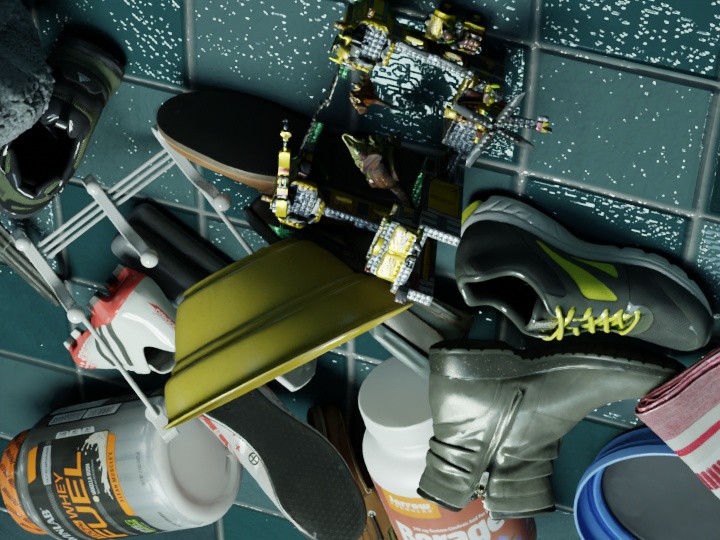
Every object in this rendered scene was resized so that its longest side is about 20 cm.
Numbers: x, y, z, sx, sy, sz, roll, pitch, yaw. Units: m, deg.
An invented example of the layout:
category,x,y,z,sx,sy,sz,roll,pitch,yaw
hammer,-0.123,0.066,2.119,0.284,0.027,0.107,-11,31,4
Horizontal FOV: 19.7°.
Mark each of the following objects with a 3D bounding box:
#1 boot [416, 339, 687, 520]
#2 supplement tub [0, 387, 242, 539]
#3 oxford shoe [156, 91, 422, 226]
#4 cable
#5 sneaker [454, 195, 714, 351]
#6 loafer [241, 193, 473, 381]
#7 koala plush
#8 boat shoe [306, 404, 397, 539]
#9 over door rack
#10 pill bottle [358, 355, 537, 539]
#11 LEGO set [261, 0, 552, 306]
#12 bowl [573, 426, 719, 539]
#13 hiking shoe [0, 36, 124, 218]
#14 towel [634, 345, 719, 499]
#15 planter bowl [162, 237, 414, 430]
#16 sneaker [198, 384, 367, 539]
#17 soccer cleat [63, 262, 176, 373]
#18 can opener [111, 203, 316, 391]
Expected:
category,x,y,z,sx,sy,sz,roll,pitch,yaw
boot,0.142,0.120,1.554,0.199,0.068,0.131,1,97,5
supplement tub,-0.211,0.172,1.805,0.200,0.123,0.123,-14,128,36
oxford shoe,-0.056,-0.071,1.509,0.199,0.071,0.071,20,144,2
cable,-0.291,-0.042,1.663,0.200,0.050,0.097,42,167,-30
sneaker,0.155,0.023,1.494,0.200,0.085,0.075,22,141,3
loafer,0.000,0.000,1.574,0.200,0.072,0.063,41,93,-15
koala plush,-0.333,-0.126,1.500,0.184,0.178,0.200,33,141,-13
boat shoe,0.000,0.191,1.777,0.068,0.072,0.200,-13,126,-3
over door rack,-0.143,0.010,1.546,0.200,0.148,0.067,54,175,-11
pill bottle,0.067,0.162,1.667,0.112,0.112,0.200,0,135,25
LEGO set,0.019,-0.072,1.383,0.153,0.116,0.200,27,119,-12
bowl,0.272,0.198,1.664,0.200,0.039,0.201,14,139,12
hiking shoe,-0.248,-0.089,1.555,0.076,0.101,0.200,30,140,-7
towel,0.316,0.124,1.528,0.144,0.023,0.200,-36,118,19
planter bowl,-0.068,0.032,1.470,0.200,0.200,0.084,-29,87,44
sneaker,-0.072,0.140,1.706,0.201,0.067,0.108,46,178,-5
soccer cleat,-0.184,0.055,1.671,0.085,0.069,0.200,39,158,-1
can opener,-0.119,0.030,1.660,0.200,0.053,0.067,39,139,-15
